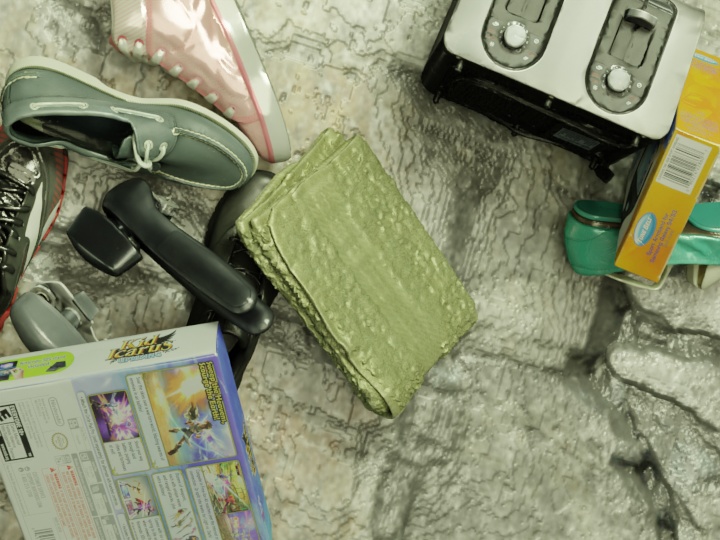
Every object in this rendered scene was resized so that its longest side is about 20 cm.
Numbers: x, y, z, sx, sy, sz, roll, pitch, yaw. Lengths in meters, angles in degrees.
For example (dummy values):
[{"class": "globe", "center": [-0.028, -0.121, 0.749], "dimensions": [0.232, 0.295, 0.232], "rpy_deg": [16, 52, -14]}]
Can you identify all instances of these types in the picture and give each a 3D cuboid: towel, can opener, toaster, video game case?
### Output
[{"class": "towel", "center": [0.000, 0.000, 1.198], "dimensions": [0.201, 0.036, 0.148], "rpy_deg": [52, 53, -10]}, {"class": "can opener", "center": [-0.194, 0.095, 1.173], "dimensions": [0.201, 0.053, 0.067], "rpy_deg": [54, 42, -12]}, {"class": "can opener", "center": [-0.133, -0.006, 1.141], "dimensions": [0.199, 0.063, 0.079], "rpy_deg": [31, 83, 34]}, {"class": "toaster", "center": [0.150, -0.164, 1.179], "dimensions": [0.179, 0.200, 0.120], "rpy_deg": [23, 85, -2]}, {"class": "video game case", "center": [-0.170, 0.143, 1.140], "dimensions": [0.179, 0.046, 0.202], "rpy_deg": [-9, 123, 4]}]

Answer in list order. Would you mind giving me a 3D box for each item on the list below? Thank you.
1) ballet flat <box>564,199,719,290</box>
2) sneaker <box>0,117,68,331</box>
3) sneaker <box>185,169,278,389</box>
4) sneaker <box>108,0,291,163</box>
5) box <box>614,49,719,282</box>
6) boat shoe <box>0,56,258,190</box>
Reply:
[{"class": "ballet flat", "center": [0.260, -0.019, 1.265], "dimensions": [0.197, 0.068, 0.071], "rpy_deg": [1, 116, -10]}, {"class": "sneaker", "center": [-0.273, -0.028, 1.149], "dimensions": [0.070, 0.098, 0.202], "rpy_deg": [24, 87, -8]}, {"class": "sneaker", "center": [-0.094, 0.021, 1.185], "dimensions": [0.075, 0.091, 0.202], "rpy_deg": [15, 88, -9]}, {"class": "sneaker", "center": [-0.130, -0.162, 1.183], "dimensions": [0.104, 0.075, 0.202], "rpy_deg": [-24, 97, -1]}, {"class": "box", "center": [0.239, -0.090, 1.186], "dimensions": [0.041, 0.200, 0.120], "rpy_deg": [20, 120, 1]}, {"class": "boat shoe", "center": [-0.172, -0.093, 1.142], "dimensions": [0.198, 0.062, 0.073], "rpy_deg": [20, 132, -17]}]
